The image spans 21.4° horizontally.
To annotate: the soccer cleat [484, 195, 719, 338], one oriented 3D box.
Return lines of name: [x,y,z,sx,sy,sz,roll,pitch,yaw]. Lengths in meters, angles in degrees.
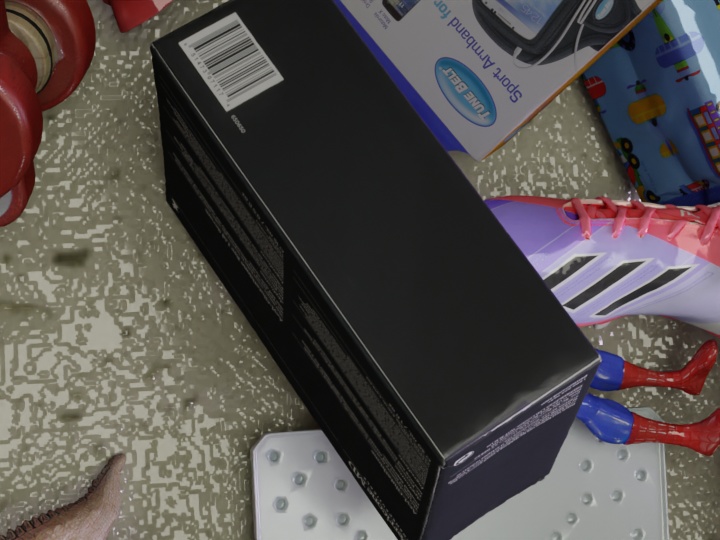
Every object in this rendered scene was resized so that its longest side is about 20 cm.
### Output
soccer cleat: [0.135,-0.008,0.843,0.199,0.077,0.067,14,43,-20]

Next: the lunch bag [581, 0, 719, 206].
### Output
lunch bag: [0.200,-0.137,0.901,0.199,0.094,0.151,-28,95,-24]

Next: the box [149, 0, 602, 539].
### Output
box: [0.000,0.000,0.767,0.079,0.141,0.200,-30,72,-17]

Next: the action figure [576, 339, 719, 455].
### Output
action figure: [0.067,0.043,0.859,0.199,0.052,0.066,6,50,-9]

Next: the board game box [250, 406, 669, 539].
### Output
board game box: [0.048,0.168,0.876,0.199,0.026,0.202,-3,90,-16]

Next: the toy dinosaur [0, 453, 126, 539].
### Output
toy dinosaur: [-0.147,0.168,0.791,0.135,0.086,0.201,12,80,-9]

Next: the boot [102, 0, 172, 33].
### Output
boot: [-0.136,-0.177,0.803,0.199,0.072,0.145,3,90,-20]

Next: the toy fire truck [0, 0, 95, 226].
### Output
toy fire truck: [-0.203,-0.111,0.755,0.167,0.112,0.201,0,120,8]

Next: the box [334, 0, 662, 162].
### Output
box: [0.069,-0.141,0.821,0.119,0.200,0.041,50,32,3]
